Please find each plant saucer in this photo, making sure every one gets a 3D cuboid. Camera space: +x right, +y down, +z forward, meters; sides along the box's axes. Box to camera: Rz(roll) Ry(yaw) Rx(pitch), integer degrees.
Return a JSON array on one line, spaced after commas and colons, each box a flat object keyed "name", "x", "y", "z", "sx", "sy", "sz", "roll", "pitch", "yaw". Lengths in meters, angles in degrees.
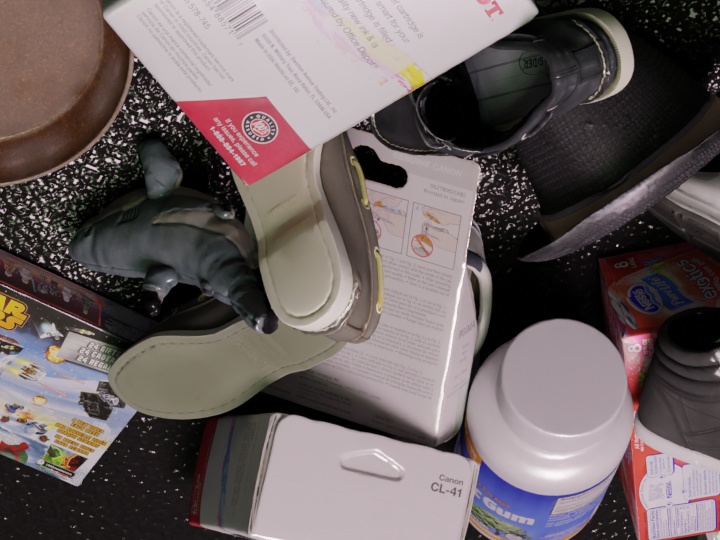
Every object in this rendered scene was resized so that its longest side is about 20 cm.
[{"name": "plant saucer", "x": -0.237, "y": -0.141, "z": 1.152, "sx": 0.199, "sy": 0.035, "sz": 0.201, "roll": -3, "pitch": 127, "yaw": -4}]

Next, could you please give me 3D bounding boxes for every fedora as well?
[{"name": "fedora", "x": 0.150, "y": -0.089, "z": 1.160, "sx": 0.200, "sy": 0.201, "sz": 0.092, "roll": -33, "pitch": 96, "yaw": 19}]

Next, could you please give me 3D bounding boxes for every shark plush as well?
[{"name": "shark plush", "x": -0.106, "y": 0.003, "z": 1.193, "sx": 0.083, "sy": 0.200, "sz": 0.091, "roll": -38, "pitch": 140, "yaw": -16}]

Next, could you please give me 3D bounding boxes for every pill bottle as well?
[{"name": "pill bottle", "x": 0.123, "y": 0.109, "z": 1.288, "sx": 0.111, "sy": 0.113, "sz": 0.200, "roll": -3, "pitch": 155, "yaw": -4}]

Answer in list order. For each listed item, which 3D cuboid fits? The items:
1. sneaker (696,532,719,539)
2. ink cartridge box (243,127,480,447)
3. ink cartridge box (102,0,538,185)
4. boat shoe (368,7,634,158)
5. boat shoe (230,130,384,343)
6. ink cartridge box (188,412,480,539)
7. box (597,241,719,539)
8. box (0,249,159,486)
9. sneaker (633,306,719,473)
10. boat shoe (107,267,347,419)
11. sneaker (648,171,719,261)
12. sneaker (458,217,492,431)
[{"name": "sneaker", "x": 0.341, "y": 0.227, "z": 1.473, "sx": 0.076, "sy": 0.076, "sz": 0.200, "roll": -39, "pitch": 123, "yaw": 22}, {"name": "ink cartridge box", "x": 0.000, "y": 0.000, "z": 1.243, "sx": 0.160, "sy": 0.050, "sz": 0.201, "roll": 17, "pitch": 112, "yaw": 21}, {"name": "ink cartridge box", "x": -0.025, "y": -0.180, "z": 1.073, "sx": 0.199, "sy": 0.145, "sz": 0.145, "roll": -28, "pitch": 125, "yaw": 15}, {"name": "boat shoe", "x": 0.062, "y": -0.100, "z": 1.090, "sx": 0.199, "sy": 0.066, "sz": 0.075, "roll": -5, "pitch": 107, "yaw": 47}, {"name": "boat shoe", "x": -0.031, "y": -0.048, "z": 1.155, "sx": 0.072, "sy": 0.202, "sz": 0.060, "roll": -27, "pitch": 148, "yaw": 26}, {"name": "ink cartridge box", "x": -0.025, "y": 0.151, "z": 1.298, "sx": 0.147, "sy": 0.200, "sz": 0.086, "roll": 14, "pitch": 83, "yaw": -14}, {"name": "box", "x": 0.228, "y": 0.085, "z": 1.336, "sx": 0.099, "sy": 0.096, "sz": 0.201, "roll": -10, "pitch": 127, "yaw": 1}, {"name": "box", "x": -0.245, "y": 0.057, "z": 1.300, "sx": 0.199, "sy": 0.040, "sz": 0.137, "roll": 27, "pitch": 121, "yaw": -24}, {"name": "sneaker", "x": 0.266, "y": 0.083, "z": 1.195, "sx": 0.199, "sy": 0.071, "sz": 0.100, "roll": 15, "pitch": 129, "yaw": 26}, {"name": "boat shoe", "x": -0.079, "y": 0.041, "z": 1.237, "sx": 0.201, "sy": 0.061, "sz": 0.072, "roll": -21, "pitch": 121, "yaw": 34}, {"name": "sneaker", "x": 0.284, "y": -0.052, "z": 1.227, "sx": 0.116, "sy": 0.200, "sz": 0.076, "roll": -63, "pitch": 158, "yaw": -6}, {"name": "sneaker", "x": 0.051, "y": 0.051, "z": 1.307, "sx": 0.073, "sy": 0.071, "sz": 0.201, "roll": -3, "pitch": 128, "yaw": -4}]
